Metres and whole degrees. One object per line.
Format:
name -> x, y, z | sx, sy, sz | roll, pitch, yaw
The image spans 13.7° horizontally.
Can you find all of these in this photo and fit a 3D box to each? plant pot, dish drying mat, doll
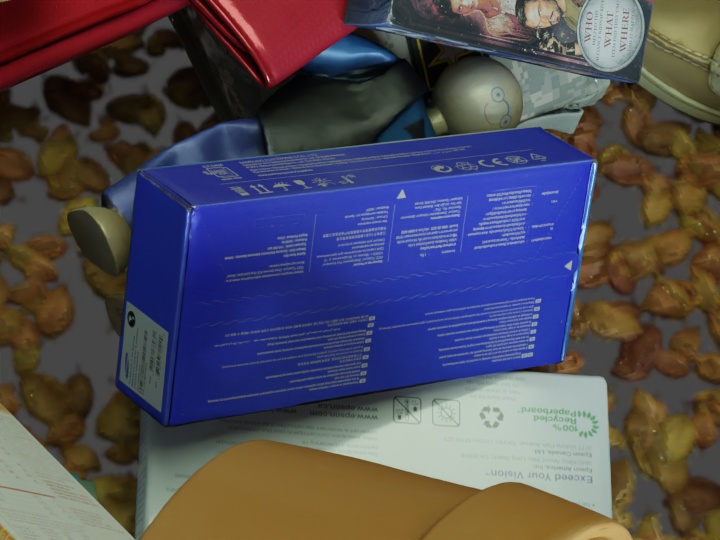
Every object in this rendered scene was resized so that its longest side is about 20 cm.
plant pot -> -0.008, 0.152, 1.083 | 0.140, 0.200, 0.200 | 26, 57, 24
dish drying mat -> -0.165, -0.111, 1.264 | 0.200, 0.018, 0.077 | -23, 71, 11
doll -> -0.018, -0.033, 1.242 | 0.200, 0.048, 0.137 | -29, 105, -21
dish drying mat -> 0.007, -0.154, 1.259 | 0.200, 0.018, 0.077 | -38, 82, -30

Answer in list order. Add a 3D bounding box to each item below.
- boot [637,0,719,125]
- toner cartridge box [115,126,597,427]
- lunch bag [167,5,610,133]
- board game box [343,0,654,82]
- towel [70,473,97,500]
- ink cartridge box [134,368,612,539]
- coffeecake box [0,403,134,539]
boot -> 0.208, -0.119, 1.336 | 0.200, 0.156, 0.073 | 27, 59, 4
toner cartridge box -> 0.000, 0.000, 1.208 | 0.200, 0.095, 0.043 | -7, 27, -34
lunch bag -> 0.003, -0.132, 1.326 | 0.164, 0.118, 0.200 | -22, 74, -21
board game box -> 0.073, -0.188, 1.241 | 0.135, 0.035, 0.201 | 9, 92, -34
towel -> -0.199, 0.147, 1.175 | 0.199, 0.022, 0.147 | 0, 61, -11
ink cartridge box -> 0.006, 0.132, 1.216 | 0.199, 0.041, 0.200 | 5, 61, -8
coffeecake box -> -0.147, 0.143, 1.041 | 0.073, 0.154, 0.200 | 18, 15, -43
